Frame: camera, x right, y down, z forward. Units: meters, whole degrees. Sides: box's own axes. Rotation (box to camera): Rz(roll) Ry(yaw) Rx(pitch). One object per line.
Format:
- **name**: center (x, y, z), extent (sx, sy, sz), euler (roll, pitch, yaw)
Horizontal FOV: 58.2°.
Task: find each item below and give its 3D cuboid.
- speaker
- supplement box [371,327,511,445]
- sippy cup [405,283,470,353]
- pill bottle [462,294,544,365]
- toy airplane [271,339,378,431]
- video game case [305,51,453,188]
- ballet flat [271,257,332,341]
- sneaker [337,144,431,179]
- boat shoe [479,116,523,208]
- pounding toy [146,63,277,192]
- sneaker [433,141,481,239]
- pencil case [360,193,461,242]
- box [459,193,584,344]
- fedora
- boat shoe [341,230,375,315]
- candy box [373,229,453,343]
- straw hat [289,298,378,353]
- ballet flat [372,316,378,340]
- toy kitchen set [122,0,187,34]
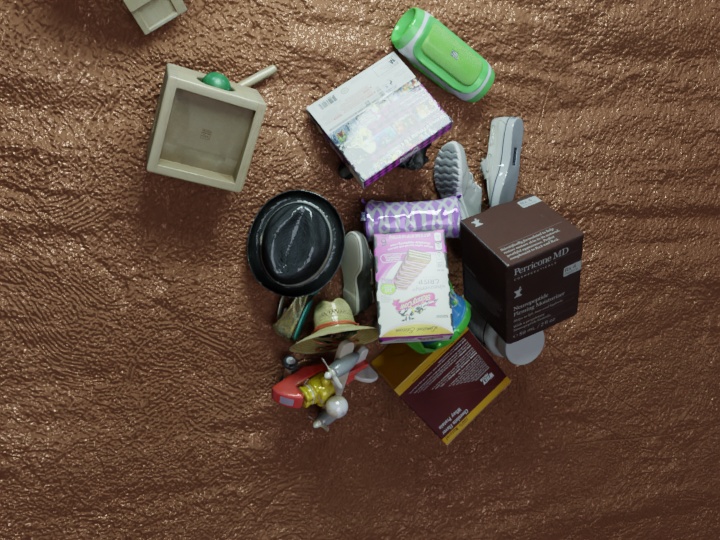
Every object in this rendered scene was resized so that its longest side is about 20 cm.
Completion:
- **speaker**: center (0.155, -0.397, 1.203), extent (0.200, 0.088, 0.089), euler (29, 95, -27)
- **supplement box**: center (0.172, 0.218, 1.384), extent (0.197, 0.133, 0.200), euler (-43, 116, -3)
- **sippy cup**: center (0.131, 0.068, 1.292), extent (0.140, 0.178, 0.130), euler (-37, 119, 8)
- **pill bottle**: center (0.290, 0.115, 1.359), extent (0.109, 0.200, 0.110), euler (-7, 110, -19)
- **toy airplane**: center (-0.052, 0.232, 1.294), extent (0.199, 0.141, 0.200), euler (-37, 139, 10)
- **video game case**: center (0.033, -0.274, 1.166), extent (0.200, 0.036, 0.181), euler (-35, 76, -8)
- **ballet flat**: center (-0.113, 0.040, 1.259), extent (0.071, 0.071, 0.200), euler (25, 95, -26)
- **sneaker**: center (0.056, -0.214, 1.229), extent (0.199, 0.076, 0.114), euler (-39, 110, -12)
- **boat shoe**: center (0.280, -0.213, 1.323), extent (0.071, 0.070, 0.201), euler (-10, 109, -50)
- **pounding toy**: center (-0.243, -0.258, 1.081), extent (0.184, 0.142, 0.200), euler (12, 113, -24)
- **sneaker**: center (0.205, -0.169, 1.317), extent (0.082, 0.075, 0.200), euler (-28, 121, -30)
- **pencil case**: center (0.098, -0.101, 1.256), extent (0.199, 0.084, 0.086), euler (-2, 74, -2)
- **box**: center (0.302, -0.004, 1.230), extent (0.166, 0.164, 0.200), euler (-22, 131, -13)
- **fedora**: center (-0.118, -0.050, 1.172), extent (0.200, 0.092, 0.201), euler (0, 90, -3)
- **boat shoe**: center (0.000, 0.000, 1.272), extent (0.057, 0.067, 0.200), euler (-25, 136, -31)
- **candy box**: center (0.095, 0.029, 1.194), extent (0.136, 0.061, 0.201), euler (-4, 73, 2)
- **straw hat**: center (-0.052, 0.100, 1.264), extent (0.200, 0.201, 0.085), euler (-4, 73, -20)
- **ballet flat**: center (0.070, 0.057, 1.340), extent (0.067, 0.046, 0.201), euler (10, 103, -25)
- **toy kitchen set**: center (-0.334, -0.518, 0.980), extent (0.163, 0.181, 0.200), euler (-33, 156, -5)
